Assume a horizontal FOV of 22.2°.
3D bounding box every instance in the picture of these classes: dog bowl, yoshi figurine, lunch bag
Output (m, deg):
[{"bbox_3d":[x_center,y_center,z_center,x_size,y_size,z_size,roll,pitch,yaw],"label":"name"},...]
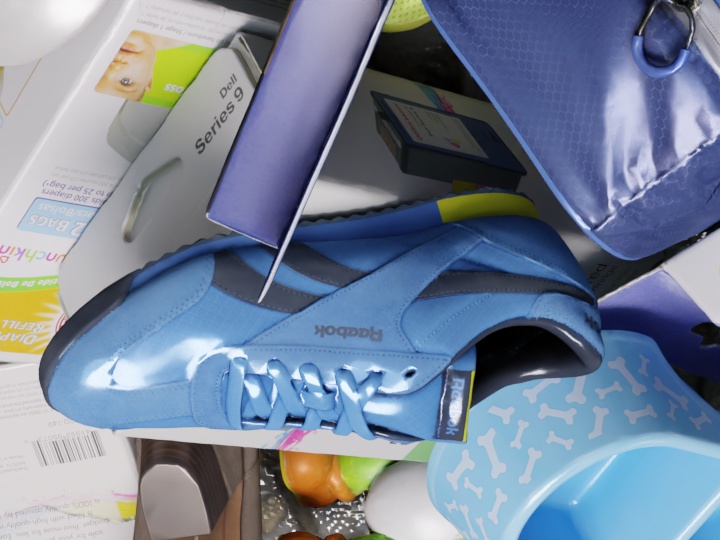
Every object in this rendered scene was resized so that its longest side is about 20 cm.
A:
[{"bbox_3d":[0.120,0.090,0.737,0.200,0.050,0.112,15,122,-38],"label":"dog bowl"},{"bbox_3d":[0.060,0.107,0.850,0.200,0.112,0.113,-3,113,8],"label":"yoshi figurine"},{"bbox_3d":[0.124,-0.098,0.659,0.132,0.200,0.136,-38,82,24],"label":"lunch bag"}]

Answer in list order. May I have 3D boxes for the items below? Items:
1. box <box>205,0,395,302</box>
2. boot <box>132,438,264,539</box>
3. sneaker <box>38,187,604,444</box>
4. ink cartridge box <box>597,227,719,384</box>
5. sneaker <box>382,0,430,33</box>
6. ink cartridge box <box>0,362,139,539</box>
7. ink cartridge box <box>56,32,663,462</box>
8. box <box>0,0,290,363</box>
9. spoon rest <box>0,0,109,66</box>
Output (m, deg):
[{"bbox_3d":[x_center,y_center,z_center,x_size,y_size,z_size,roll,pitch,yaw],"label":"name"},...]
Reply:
[{"bbox_3d":[-0.003,-0.092,0.599,0.032,0.200,0.121,23,127,-4],"label":"box"},{"bbox_3d":[-0.070,0.117,0.851,0.070,0.146,0.200,2,115,3],"label":"boot"},{"bbox_3d":[-0.009,0.028,0.638,0.200,0.079,0.066,-13,143,-18],"label":"sneaker"},{"bbox_3d":[0.214,0.006,0.734,0.200,0.047,0.198,-35,150,23],"label":"ink cartridge box"},{"bbox_3d":[0.049,-0.166,0.698,0.078,0.090,0.200,32,121,-10],"label":"sneaker"},{"bbox_3d":[-0.152,0.110,0.897,0.116,0.068,0.200,-9,122,7],"label":"ink cartridge box"},{"bbox_3d":[0.000,0.000,0.747,0.200,0.088,0.145,12,129,-41],"label":"ink cartridge box"},{"bbox_3d":[-0.112,-0.062,0.755,0.112,0.101,0.200,8,131,-42],"label":"box"},{"bbox_3d":[-0.160,-0.118,0.694,0.200,0.100,0.061,-5,162,30],"label":"spoon rest"}]
